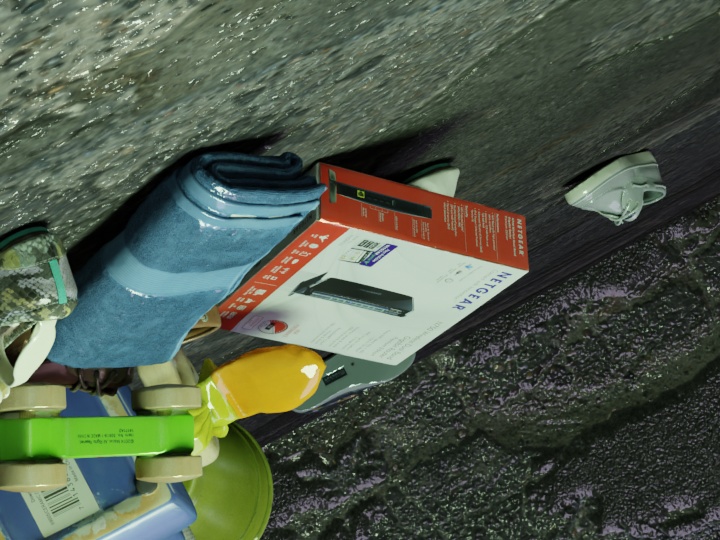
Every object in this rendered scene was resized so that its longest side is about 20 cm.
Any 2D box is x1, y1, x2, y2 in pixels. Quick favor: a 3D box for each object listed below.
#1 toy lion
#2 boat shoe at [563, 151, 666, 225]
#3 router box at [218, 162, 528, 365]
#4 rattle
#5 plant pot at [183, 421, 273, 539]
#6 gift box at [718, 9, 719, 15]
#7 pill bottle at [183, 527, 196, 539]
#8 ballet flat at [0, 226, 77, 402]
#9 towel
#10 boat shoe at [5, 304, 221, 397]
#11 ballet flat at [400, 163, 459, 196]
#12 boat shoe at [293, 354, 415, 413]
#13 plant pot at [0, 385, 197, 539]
[{"bbox_3d":[-0.234,0.113,1.200,0.191,0.069,0.200,-7,173,39],"label":"toy lion"},{"bbox_3d":[0.320,-0.096,2.178,0.070,0.072,0.201,-35,171,35],"label":"boat shoe"},{"bbox_3d":[0.000,0.000,1.362,0.179,0.049,0.200,13,150,-26],"label":"router box"},{"bbox_3d":[-0.112,0.071,1.434,0.143,0.130,0.200,-40,-179,3],"label":"rattle"},{"bbox_3d":[-0.218,0.238,2.015,0.200,0.201,0.193,-30,161,2],"label":"plant pot"},{"bbox_3d":[0.444,-0.198,1.529,0.184,0.187,0.200,-26,171,-24],"label":"gift box"},{"bbox_3d":[-0.230,0.203,1.591,0.114,0.200,0.114,-28,173,-4],"label":"pill bottle"},{"bbox_3d":[-0.229,0.046,1.068,0.072,0.072,0.200,-22,170,-45],"label":"ballet flat"},{"bbox_3d":[-0.119,-0.003,1.133,0.111,0.049,0.200,-3,150,-47],"label":"towel"},{"bbox_3d":[-0.185,0.051,1.248,0.200,0.072,0.076,-27,172,-21],"label":"boat shoe"},{"bbox_3d":[0.033,-0.042,1.481,0.069,0.070,0.200,-34,172,31],"label":"ballet flat"},{"bbox_3d":[-0.018,0.145,2.545,0.200,0.071,0.091,-22,173,-4],"label":"boat shoe"},{"bbox_3d":[-0.247,0.174,1.380,0.200,0.200,0.180,-25,166,-23],"label":"plant pot"}]
